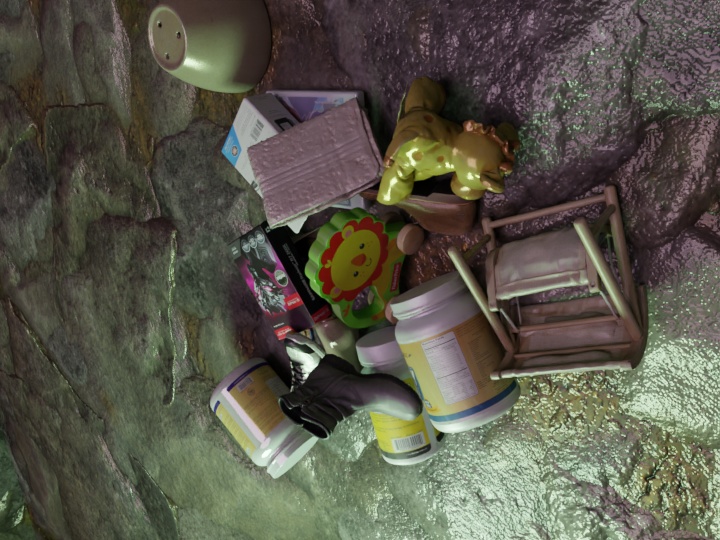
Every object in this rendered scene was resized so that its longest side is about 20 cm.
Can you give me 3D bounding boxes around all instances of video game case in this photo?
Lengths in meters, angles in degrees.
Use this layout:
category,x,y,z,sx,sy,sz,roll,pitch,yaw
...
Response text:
category,x,y,z,sx,sy,sz,roll,pitch,yaw
video game case,-0.071,-0.200,1.126,0.197,0.023,0.186,12,115,37

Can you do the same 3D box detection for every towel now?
category,x,y,z,sx,sy,sz,roll,pitch,yaw
towel,-0.065,-0.160,1.019,0.197,0.034,0.135,-21,79,8

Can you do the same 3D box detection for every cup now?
category,x,y,z,sx,sy,sz,roll,pitch,yaw
cup,-0.266,-0.391,1.141,0.197,0.142,0.204,17,119,34

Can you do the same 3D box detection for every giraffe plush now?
category,x,y,z,sx,sy,sz,roll,pitch,yaw
giraffe plush,0.122,-0.159,0.902,0.159,0.200,0.176,19,80,3

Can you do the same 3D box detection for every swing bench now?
category,x,y,z,sx,sy,sz,roll,pitch,yaw
swing bench,0.249,0.024,0.889,0.196,0.129,0.203,-12,106,42

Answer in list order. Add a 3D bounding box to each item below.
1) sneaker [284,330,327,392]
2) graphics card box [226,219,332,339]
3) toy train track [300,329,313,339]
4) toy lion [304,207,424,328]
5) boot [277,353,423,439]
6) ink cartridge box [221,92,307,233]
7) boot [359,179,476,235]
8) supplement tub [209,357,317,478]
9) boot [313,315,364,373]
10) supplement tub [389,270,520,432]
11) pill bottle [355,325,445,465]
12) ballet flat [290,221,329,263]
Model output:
category,x,y,z,sx,sy,sz,roll,pitch,yaw
sneaker,-0.093,0.193,1.223,0.075,0.088,0.202,17,147,39
graphics card box,-0.145,0.016,1.213,0.124,0.051,0.203,-21,98,48
toy train track,-0.116,0.085,1.287,0.113,0.032,0.204,5,112,39
toy lion,0.000,0.000,1.037,0.068,0.189,0.204,36,130,42
boot,-0.016,0.208,1.024,0.197,0.131,0.071,13,125,30
ink cartridge box,-0.125,-0.174,1.110,0.200,0.067,0.117,48,130,14
boot,0.079,-0.097,1.019,0.197,0.074,0.077,13,127,30
supplement tub,-0.188,0.291,1.359,0.200,0.144,0.146,46,131,15
boot,-0.024,0.155,1.153,0.069,0.200,0.149,-13,81,8
supplement tub,0.136,0.117,1.008,0.143,0.144,0.203,-21,94,43
pill bottle,0.064,0.202,1.127,0.113,0.114,0.204,-8,102,42
ballet flat,-0.072,-0.047,1.184,0.198,0.046,0.069,-12,99,43
